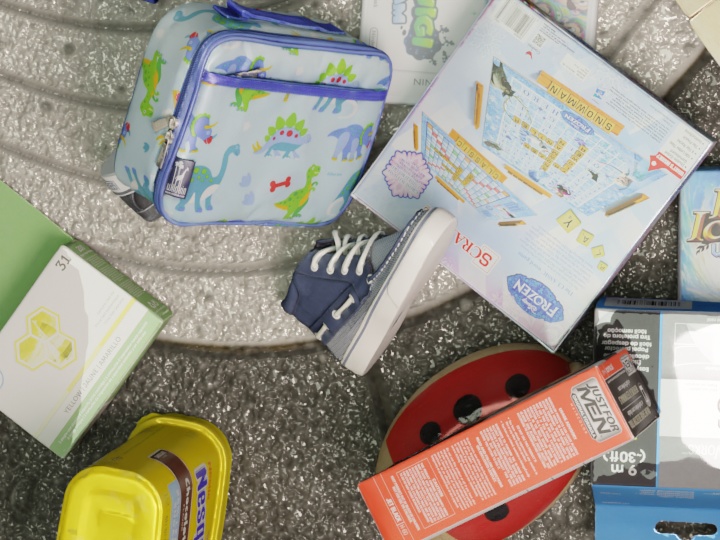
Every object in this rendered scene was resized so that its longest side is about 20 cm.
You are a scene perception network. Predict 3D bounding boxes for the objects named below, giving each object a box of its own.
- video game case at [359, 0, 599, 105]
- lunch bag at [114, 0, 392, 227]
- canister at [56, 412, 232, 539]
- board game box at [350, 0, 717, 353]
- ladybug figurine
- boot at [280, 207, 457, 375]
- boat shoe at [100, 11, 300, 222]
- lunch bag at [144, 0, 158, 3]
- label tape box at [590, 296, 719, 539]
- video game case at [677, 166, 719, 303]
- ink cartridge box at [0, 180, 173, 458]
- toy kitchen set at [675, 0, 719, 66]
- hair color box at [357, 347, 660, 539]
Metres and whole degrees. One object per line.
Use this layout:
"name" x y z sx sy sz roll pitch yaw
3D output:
"video game case" 0.093 -0.222 1.640 0.182 0.024 0.200 6 98 9
"lunch bag" -0.077 -0.115 1.589 0.082 0.200 0.161 35 112 41
"canister" -0.167 0.200 1.643 0.086 0.200 0.149 10 98 9
"board game box" 0.129 -0.077 1.612 0.200 0.041 0.200 39 103 9
"ladybug figurine" 0.095 0.138 1.649 0.200 0.072 0.136 -44 88 11
"boot" 0.000 0.000 1.615 0.090 0.073 0.200 37 141 6
"boat shoe" -0.108 -0.117 1.667 0.200 0.072 0.068 -43 117 -1
"lunch bag" -0.193 -0.312 1.655 0.150 0.094 0.200 28 109 3
"label tape box" 0.245 0.124 1.588 0.144 0.063 0.200 1 97 9
"video game case" 0.340 0.012 1.615 0.200 0.045 0.182 0 95 10
"ink cartridge box" -0.271 0.033 1.721 0.200 0.048 0.146 37 102 1
"toy kitchen set" 0.311 -0.244 1.530 0.200 0.163 0.181 -36 90 11
"hair color box" 0.107 0.130 1.539 0.200 0.101 0.061 -28 86 18
